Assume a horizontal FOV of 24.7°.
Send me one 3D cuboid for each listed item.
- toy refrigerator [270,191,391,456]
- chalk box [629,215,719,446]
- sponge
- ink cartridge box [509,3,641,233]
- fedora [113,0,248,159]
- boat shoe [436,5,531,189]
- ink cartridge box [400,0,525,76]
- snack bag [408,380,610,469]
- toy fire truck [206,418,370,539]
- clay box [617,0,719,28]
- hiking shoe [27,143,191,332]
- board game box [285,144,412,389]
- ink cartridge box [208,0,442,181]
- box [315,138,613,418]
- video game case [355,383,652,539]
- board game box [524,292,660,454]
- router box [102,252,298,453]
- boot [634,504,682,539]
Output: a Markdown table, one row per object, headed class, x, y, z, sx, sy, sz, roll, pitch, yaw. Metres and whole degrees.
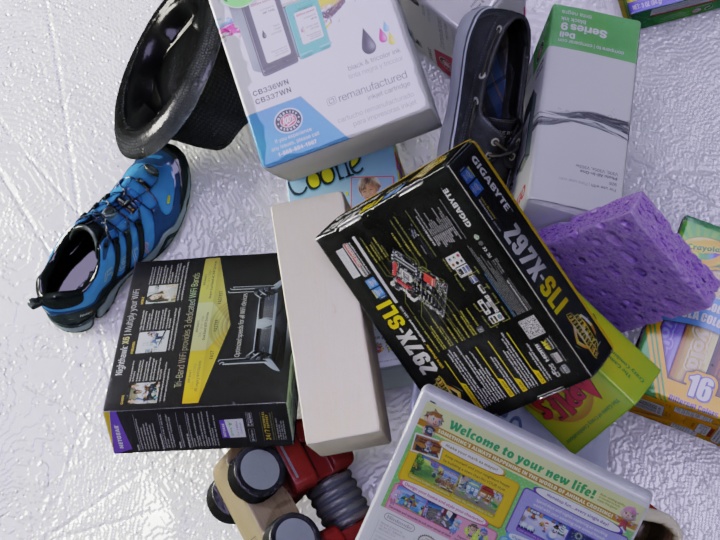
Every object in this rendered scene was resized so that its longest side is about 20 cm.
| class | x | y | z | sx | sy | sz | roll | pitch | yaw |
| --- | --- | --- | --- | --- | --- | --- | --- | --- | --- |
| toy refrigerator | -0.027 | 0.046 | 1.361 | 0.069 | 0.076 | 0.202 | -11 | 76 | 5 |
| chalk box | 0.312 | 0.037 | 1.407 | 0.123 | 0.125 | 0.202 | 21 | 80 | 11 |
| sponge | 0.184 | 0.007 | 1.347 | 0.112 | 0.199 | 0.030 | 44 | 53 | -22 |
| ink cartridge box | 0.177 | -0.102 | 1.417 | 0.083 | 0.146 | 0.202 | 12 | 62 | -2 |
| fedora | -0.146 | -0.175 | 1.508 | 0.091 | 0.200 | 0.202 | 28 | 78 | -28 |
| boat shoe | 0.108 | -0.122 | 1.386 | 0.068 | 0.056 | 0.203 | -2 | 97 | -37 |
| ink cartridge box | 0.053 | -0.273 | 1.501 | 0.200 | 0.147 | 0.083 | 42 | 83 | 15 |
| snack bag | 0.127 | 0.169 | 1.393 | 0.198 | 0.021 | 0.191 | 7 | 86 | -22 |
| toy fire truck | -0.005 | 0.200 | 1.417 | 0.199 | 0.129 | 0.177 | -23 | 77 | -29 |
| clay box | 0.279 | -0.336 | 1.544 | 0.114 | 0.048 | 0.202 | -14 | 76 | 2 |
| hiking shoe | -0.222 | -0.034 | 1.502 | 0.074 | 0.087 | 0.201 | 30 | 81 | 12 |
| board game box | 0.000 | 0.000 | 1.461 | 0.104 | 0.103 | 0.202 | -9 | 75 | 6 |
| ink cartridge box | -0.035 | -0.197 | 1.362 | 0.145 | 0.146 | 0.202 | -19 | 87 | 6 |
| box | 0.080 | 0.018 | 1.284 | 0.201 | 0.159 | 0.049 | 54 | 45 | -8 |
| video game case | 0.105 | 0.213 | 1.306 | 0.198 | 0.022 | 0.184 | 25 | 104 | 7 |
| board game box | 0.137 | 0.047 | 1.339 | 0.200 | 0.102 | 0.048 | 44 | 52 | 4 |
| router box | -0.130 | 0.068 | 1.430 | 0.155 | 0.053 | 0.201 | -3 | 39 | 6 |
| boot | 0.164 | 0.202 | 1.339 | 0.198 | 0.107 | 0.076 | 7 | 93 | -18 |
